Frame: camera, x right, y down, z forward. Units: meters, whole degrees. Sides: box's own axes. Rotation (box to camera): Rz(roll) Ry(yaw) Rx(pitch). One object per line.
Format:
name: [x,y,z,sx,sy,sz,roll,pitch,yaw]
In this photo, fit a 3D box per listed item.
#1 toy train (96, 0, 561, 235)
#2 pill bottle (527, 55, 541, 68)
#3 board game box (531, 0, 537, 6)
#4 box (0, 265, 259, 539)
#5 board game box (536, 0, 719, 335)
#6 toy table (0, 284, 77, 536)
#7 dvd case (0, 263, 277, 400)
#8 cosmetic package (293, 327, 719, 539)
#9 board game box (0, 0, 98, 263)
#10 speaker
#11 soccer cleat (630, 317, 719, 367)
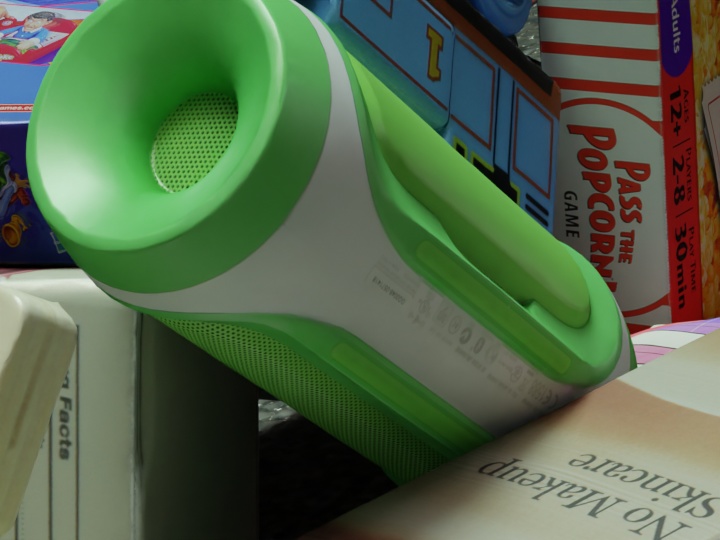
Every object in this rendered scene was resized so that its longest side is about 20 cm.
toy train: [-0.011,-0.076,0.770,0.086,0.115,0.200,-11,-27,28]
pill bottle: [0.024,-0.032,1.036,0.111,0.113,0.199,-23,20,-30]
board game box: [0.065,-0.107,0.953,0.199,0.020,0.103,-34,5,-28]
box: [-0.135,0.062,0.759,0.198,0.129,0.109,1,2,15]
board game box: [0.129,-0.048,0.920,0.046,0.153,0.200,7,21,32]
toy table: [-0.138,0.081,0.616,0.117,0.202,0.183,14,5,38]
dvd case: [-0.052,0.009,0.889,0.199,0.022,0.146,5,-22,-36]
cosmetic package: [0.068,0.089,0.674,0.199,0.088,0.103,-25,23,-33]
board game box: [-0.155,-0.057,0.794,0.198,0.045,0.135,1,33,15]
speaker: [0.000,0.000,0.701,0.088,0.089,0.200,-1,-23,31]
soccer cleat: [0.123,0.047,0.816,0.199,0.067,0.076,-23,30,-32]
